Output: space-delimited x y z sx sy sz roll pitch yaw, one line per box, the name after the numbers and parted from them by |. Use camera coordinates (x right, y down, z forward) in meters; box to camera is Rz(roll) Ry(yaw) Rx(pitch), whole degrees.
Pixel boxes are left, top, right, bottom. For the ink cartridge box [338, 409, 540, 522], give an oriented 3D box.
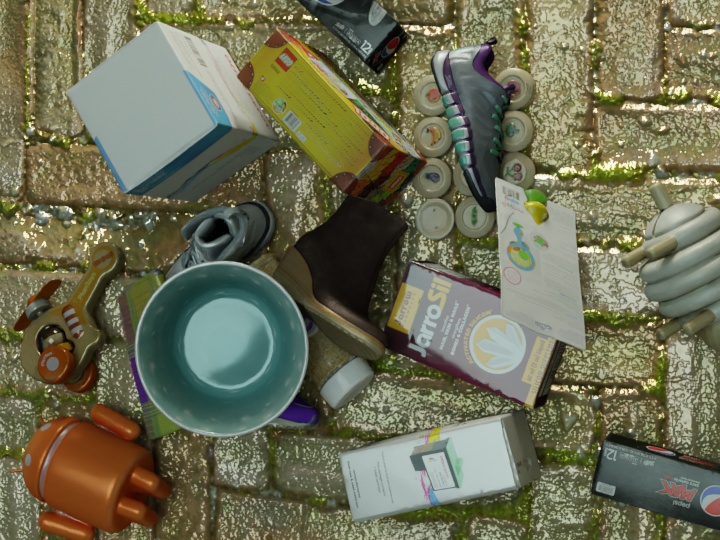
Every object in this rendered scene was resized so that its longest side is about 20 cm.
0.094 0.224 1.688 0.198 0.145 0.085 -14 85 16 | ink cartridge box

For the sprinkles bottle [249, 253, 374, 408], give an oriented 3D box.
-0.069 0.073 1.783 0.068 0.068 0.200 -44 77 11 | sprinkles bottle

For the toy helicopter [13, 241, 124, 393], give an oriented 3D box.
-0.374 0.049 1.887 0.132 0.079 0.201 29 86 24 | toy helicopter

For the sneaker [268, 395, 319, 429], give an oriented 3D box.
-0.134 0.124 1.801 0.198 0.070 0.100 22 93 16 | sneaker

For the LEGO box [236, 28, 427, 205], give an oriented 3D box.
-0.032 -0.178 1.728 0.077 0.149 0.200 -46 73 12 | LEGO box

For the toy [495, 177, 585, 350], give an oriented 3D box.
0.193 -0.002 1.652 0.047 0.114 0.202 -44 32 46 | toy

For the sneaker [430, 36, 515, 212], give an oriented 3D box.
0.148 -0.172 1.705 0.087 0.074 0.202 -18 82 11 | sneaker

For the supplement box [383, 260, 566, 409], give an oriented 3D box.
0.137 0.072 1.710 0.198 0.086 0.111 21 95 17 | supplement box

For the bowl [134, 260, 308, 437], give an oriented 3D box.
-0.158 0.089 1.714 0.198 0.105 0.203 0 91 0 | bowl

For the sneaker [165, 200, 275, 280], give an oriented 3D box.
-0.199 -0.012 1.800 0.200 0.115 0.075 -44 77 12 | sneaker

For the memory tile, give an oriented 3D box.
0.136 -0.139 1.752 0.152 0.017 0.203 -2 88 17 | memory tile

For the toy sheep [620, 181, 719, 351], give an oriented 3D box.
0.368 -0.004 1.618 0.137 0.138 0.202 -23 95 15 | toy sheep

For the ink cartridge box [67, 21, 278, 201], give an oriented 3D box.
-0.221 -0.185 1.767 0.145 0.200 0.148 -34 79 15 | ink cartridge box

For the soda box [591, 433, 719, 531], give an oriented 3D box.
0.363 0.242 1.635 0.198 0.071 0.064 15 95 15 | soda box

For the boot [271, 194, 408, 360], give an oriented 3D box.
0.000 0.000 1.716 0.166 0.073 0.199 -46 52 -14 | boot

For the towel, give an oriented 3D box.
-0.254 0.104 1.822 0.143 0.023 0.202 -25 77 58 | towel

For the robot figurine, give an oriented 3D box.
-0.340 0.257 1.836 0.198 0.117 0.145 21 113 16 | robot figurine

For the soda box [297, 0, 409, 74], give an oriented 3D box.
-0.035 -0.332 1.781 0.200 0.071 0.063 43 96 13 | soda box
